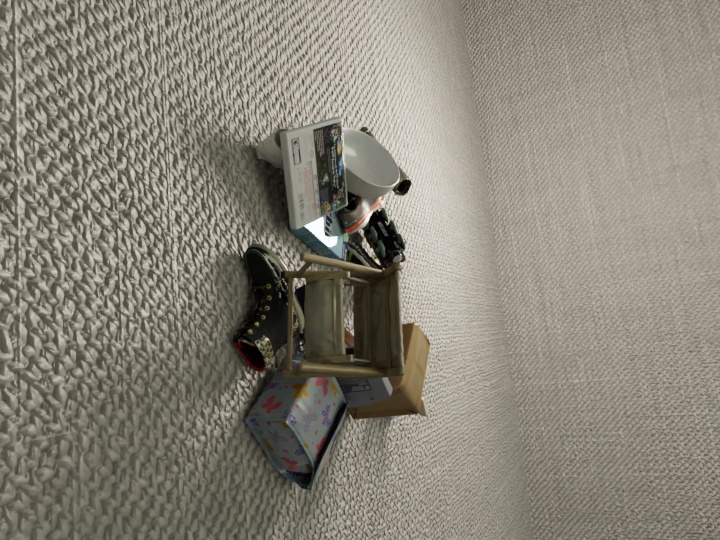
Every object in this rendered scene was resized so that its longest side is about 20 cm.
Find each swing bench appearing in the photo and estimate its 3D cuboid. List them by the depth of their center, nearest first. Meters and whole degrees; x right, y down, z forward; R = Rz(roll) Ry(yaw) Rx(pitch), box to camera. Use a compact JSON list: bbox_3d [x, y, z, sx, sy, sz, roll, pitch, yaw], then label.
[{"bbox_3d":[-0.030,0.089,0.983,0.198,0.130,0.201,6,73,-21],"label":"swing bench"}]

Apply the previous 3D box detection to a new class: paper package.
[{"bbox_3d":[0.056,0.240,1.312,0.104,0.189,0.201,56,34,-32],"label":"paper package"}]

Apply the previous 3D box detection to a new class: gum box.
[{"bbox_3d":[-0.091,-0.129,1.301,0.200,0.044,0.172,40,46,-52],"label":"gum box"}]

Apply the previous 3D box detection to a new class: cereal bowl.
[{"bbox_3d":[-0.006,-0.251,1.335,0.198,0.083,0.201,22,43,-22],"label":"cereal bowl"}]

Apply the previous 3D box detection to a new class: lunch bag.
[{"bbox_3d":[-0.101,0.290,1.047,0.170,0.126,0.202,-58,136,-48],"label":"lunch bag"}]

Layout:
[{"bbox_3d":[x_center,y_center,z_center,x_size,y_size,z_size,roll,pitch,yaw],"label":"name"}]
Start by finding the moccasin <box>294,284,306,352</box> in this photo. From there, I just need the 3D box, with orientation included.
[{"bbox_3d":[-0.099,0.129,1.174,0.080,0.067,0.203,4,79,-71],"label":"moccasin"}]

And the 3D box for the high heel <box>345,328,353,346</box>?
[{"bbox_3d":[-0.021,0.156,1.195,0.067,0.199,0.097,-6,92,-29],"label":"high heel"}]

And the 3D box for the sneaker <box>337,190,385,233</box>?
[{"bbox_3d":[0.001,-0.177,1.373,0.082,0.077,0.201,54,37,-22],"label":"sneaker"}]

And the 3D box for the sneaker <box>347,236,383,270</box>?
[{"bbox_3d":[0.000,0.000,1.415,0.200,0.083,0.072,46,12,-14],"label":"sneaker"}]

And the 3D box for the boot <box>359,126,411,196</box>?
[{"bbox_3d":[0.067,-0.290,1.521,0.200,0.073,0.182,47,4,12],"label":"boot"}]

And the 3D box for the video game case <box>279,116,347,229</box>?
[{"bbox_3d":[-0.094,-0.210,1.167,0.181,0.023,0.202,-32,127,-46],"label":"video game case"}]

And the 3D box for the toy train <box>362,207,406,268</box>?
[{"bbox_3d":[0.062,-0.081,1.466,0.115,0.084,0.201,84,-18,-51],"label":"toy train"}]

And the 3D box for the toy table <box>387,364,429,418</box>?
[{"bbox_3d":[0.109,0.308,1.486,0.202,0.116,0.184,70,28,-24],"label":"toy table"}]

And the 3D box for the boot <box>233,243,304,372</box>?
[{"bbox_3d":[-0.184,0.068,1.012,0.154,0.073,0.205,-53,127,-53],"label":"boot"}]

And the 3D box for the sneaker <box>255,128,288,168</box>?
[{"bbox_3d":[-0.143,-0.249,1.183,0.199,0.080,0.071,15,66,-55],"label":"sneaker"}]

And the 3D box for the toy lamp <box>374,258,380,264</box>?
[{"bbox_3d":[0.053,-0.024,1.551,0.200,0.058,0.059,-24,103,-63],"label":"toy lamp"}]

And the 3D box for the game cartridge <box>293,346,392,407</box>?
[{"bbox_3d":[-0.041,0.219,1.108,0.134,0.198,0.041,69,26,-23],"label":"game cartridge"}]
